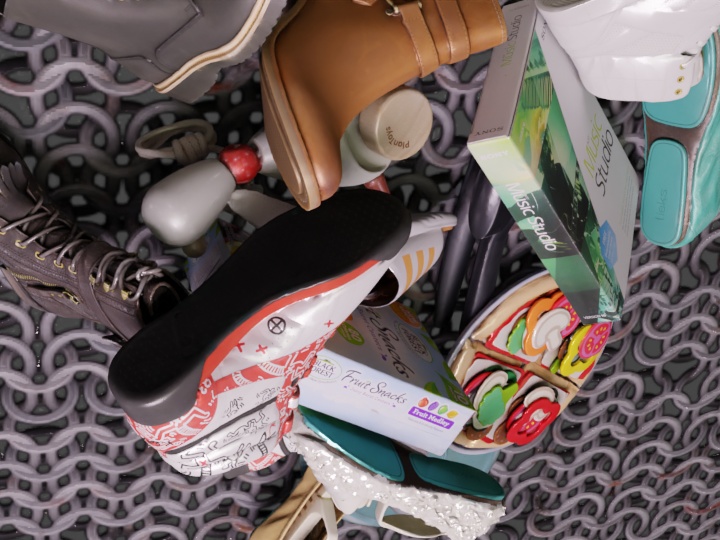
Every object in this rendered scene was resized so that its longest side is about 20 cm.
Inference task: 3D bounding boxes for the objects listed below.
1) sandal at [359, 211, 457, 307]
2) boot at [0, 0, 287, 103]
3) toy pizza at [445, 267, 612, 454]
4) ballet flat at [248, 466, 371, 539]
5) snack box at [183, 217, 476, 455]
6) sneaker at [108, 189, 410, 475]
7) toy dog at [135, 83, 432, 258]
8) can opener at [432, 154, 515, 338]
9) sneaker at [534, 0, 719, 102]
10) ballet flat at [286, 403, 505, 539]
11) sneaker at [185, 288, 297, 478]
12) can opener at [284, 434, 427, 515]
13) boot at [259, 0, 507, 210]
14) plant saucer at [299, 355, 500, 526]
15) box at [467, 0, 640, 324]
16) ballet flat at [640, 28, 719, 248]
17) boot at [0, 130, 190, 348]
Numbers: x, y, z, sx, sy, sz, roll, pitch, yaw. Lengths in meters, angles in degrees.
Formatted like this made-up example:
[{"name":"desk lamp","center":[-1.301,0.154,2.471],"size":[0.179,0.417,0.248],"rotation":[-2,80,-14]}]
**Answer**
[{"name":"sandal","center":[-0.007,0.001,0.772],"size":[0.207,0.079,0.059],"rotation":[-19,102,-48]},{"name":"boot","center":[-0.125,-0.169,0.613],"size":[0.138,0.078,0.200],"rotation":[19,150,-25]},{"name":"toy pizza","center":[0.148,0.083,0.924],"size":[0.200,0.032,0.200],"rotation":[-23,135,-25]},{"name":"ballet flat","center":[-0.022,0.195,0.920],"size":[0.069,0.063,0.200],"rotation":[22,114,-38]},{"name":"snack box","center":[-0.024,0.049,0.803],"size":[0.200,0.142,0.053],"rotation":[26,111,-31]},{"name":"sneaker","center":[-0.049,0.040,0.655],"size":[0.201,0.067,0.108],"rotation":[-37,143,-16]},{"name":"toy dog","center":[-0.044,-0.059,0.725],"size":[0.200,0.132,0.096],"rotation":[-20,121,-6]},{"name":"can opener","center":[0.091,-0.028,0.849],"size":[0.079,0.063,0.200],"rotation":[-24,143,-37]},{"name":"sneaker","center":[0.233,-0.181,0.736],"size":[0.200,0.074,0.116],"rotation":[-12,140,27]},{"name":"ballet flat","center":[0.020,0.158,0.792],"size":[0.200,0.072,0.072],"rotation":[27,111,-24]},{"name":"sneaker","center":[-0.082,0.075,0.849],"size":[0.108,0.067,0.202],"rotation":[-19,131,-8]},{"name":"can opener","center":[-0.014,0.127,0.834],"size":[0.200,0.066,0.053],"rotation":[38,88,-31]},{"name":"boot","center":[0.014,-0.127,0.665],"size":[0.155,0.200,0.077],"rotation":[-7,138,-6]},{"name":"plant saucer","center":[0.045,0.164,0.980],"size":[0.200,0.027,0.200],"rotation":[-9,125,-13]},{"name":"box","center":[0.147,-0.076,0.785],"size":[0.036,0.144,0.200],"rotation":[-11,136,34]},{"name":"ballet flat","center":[0.258,-0.116,0.846],"size":[0.070,0.067,0.200],"rotation":[-26,126,-38]},{"name":"boot","center":[-0.180,-0.016,0.681],"size":[0.069,0.174,0.200],"rotation":[-52,138,-21]}]
